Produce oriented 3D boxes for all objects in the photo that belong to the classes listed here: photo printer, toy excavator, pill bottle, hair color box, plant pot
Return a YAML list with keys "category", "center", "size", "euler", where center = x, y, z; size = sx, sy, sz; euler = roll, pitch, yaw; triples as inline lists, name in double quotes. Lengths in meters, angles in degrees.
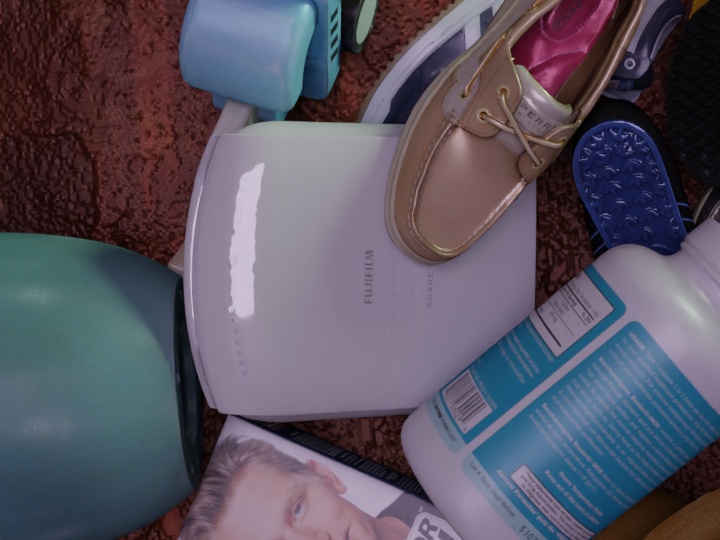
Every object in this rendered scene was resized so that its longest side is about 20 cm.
- category: "photo printer"
  center: [0.000, 0.000, 0.754]
  size: [0.200, 0.069, 0.167]
  euler: [0, 94, -23]
- category: "toy excavator"
  center: [-0.068, -0.107, 0.793]
  size: [0.100, 0.195, 0.200]
  euler: [20, 63, 9]
- category: "pill bottle"
  center: [0.127, 0.063, 0.700]
  size: [0.200, 0.111, 0.111]
  euler: [-40, 83, 9]
- category: "hair color box"
  center: [-0.002, 0.167, 0.800]
  size: [0.200, 0.061, 0.100]
  euler: [22, 91, 10]
- category: "plant pot"
  center: [-0.176, 0.071, 0.768]
  size: [0.161, 0.201, 0.201]
  euler: [-4, 87, 0]

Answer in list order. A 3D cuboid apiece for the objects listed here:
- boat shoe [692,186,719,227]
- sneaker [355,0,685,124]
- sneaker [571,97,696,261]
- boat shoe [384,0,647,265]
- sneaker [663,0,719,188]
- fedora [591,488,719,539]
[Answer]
- category: "boat shoe"
  center: [0.276, -0.068, 0.763]
  size: [0.201, 0.066, 0.072]
  euler: [-34, 84, 6]
- category: "sneaker"
  center: [0.098, -0.118, 0.791]
  size: [0.200, 0.070, 0.109]
  euler: [-42, 81, 2]
- category: "sneaker"
  center: [0.170, -0.005, 0.779]
  size: [0.070, 0.078, 0.200]
  euler: [-11, 109, 17]
- category: "boat shoe"
  center: [0.084, -0.091, 0.707]
  size: [0.074, 0.069, 0.200]
  euler: [33, 85, -21]
- category: "sneaker"
  center: [0.229, -0.146, 0.764]
  size: [0.070, 0.090, 0.201]
  euler: [4, 93, 48]
- category: "fedora"
  center: [0.162, 0.187, 0.744]
  size: [0.201, 0.200, 0.082]
  euler: [-53, 43, 3]
